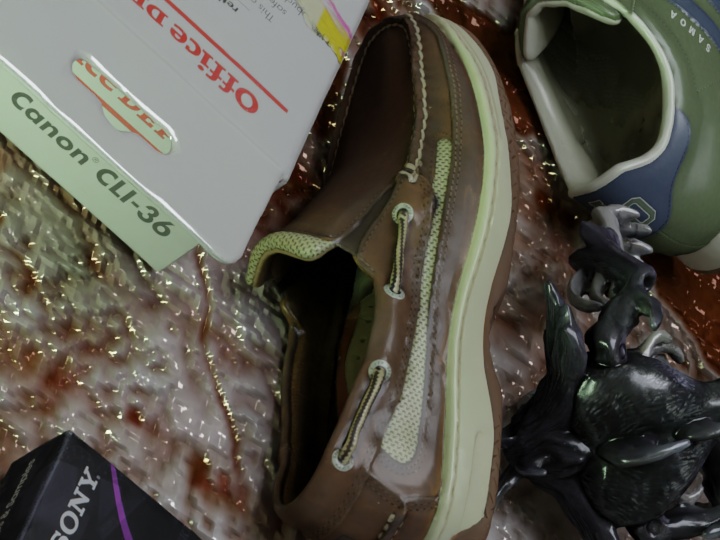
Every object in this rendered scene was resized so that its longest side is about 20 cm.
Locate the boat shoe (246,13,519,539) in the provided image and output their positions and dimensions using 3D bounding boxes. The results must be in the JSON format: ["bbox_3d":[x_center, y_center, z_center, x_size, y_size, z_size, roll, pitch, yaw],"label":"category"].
[{"bbox_3d":[0.004,-0.003,0.949,0.075,0.075,0.203,19,53,-29],"label":"boat shoe"}]

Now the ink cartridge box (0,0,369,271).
[{"bbox_3d":[-0.067,-0.086,0.935,0.116,0.067,0.200,42,41,-17],"label":"ink cartridge box"}]

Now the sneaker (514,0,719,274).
[{"bbox_3d":[0.096,-0.100,1.106,0.090,0.067,0.201,14,59,-46],"label":"sneaker"}]

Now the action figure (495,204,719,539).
[{"bbox_3d":[0.117,0.038,1.016,0.200,0.102,0.119,-17,104,-13],"label":"action figure"}]

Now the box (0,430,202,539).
[{"bbox_3d":[-0.041,0.158,0.828,0.200,0.036,0.143,40,43,-17],"label":"box"}]
